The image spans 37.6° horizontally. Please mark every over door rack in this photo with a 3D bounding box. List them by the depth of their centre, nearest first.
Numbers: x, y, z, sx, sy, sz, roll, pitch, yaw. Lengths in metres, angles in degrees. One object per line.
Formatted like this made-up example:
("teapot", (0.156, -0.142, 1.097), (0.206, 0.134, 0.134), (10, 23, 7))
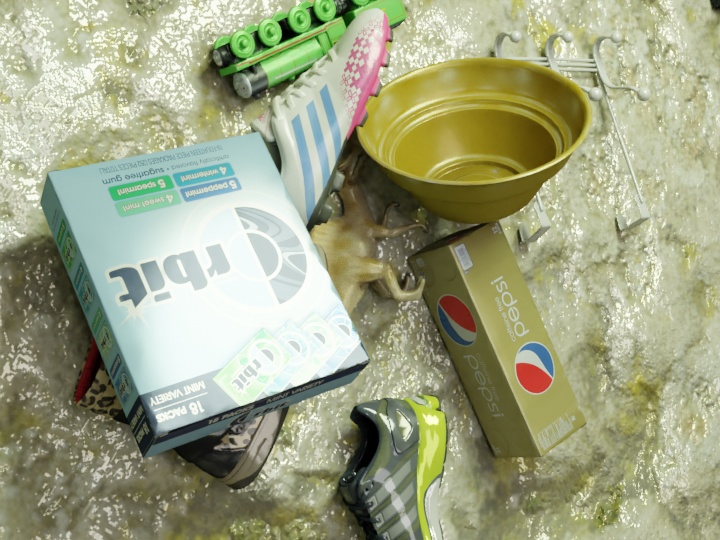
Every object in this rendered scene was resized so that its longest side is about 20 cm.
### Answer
("over door rack", (0.214, -0.136, 1.027), (0.146, 0.066, 0.203), (-6, 85, -31))

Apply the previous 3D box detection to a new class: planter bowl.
("planter bowl", (0.098, -0.099, 0.915), (0.200, 0.199, 0.084), (-35, 136, -30))

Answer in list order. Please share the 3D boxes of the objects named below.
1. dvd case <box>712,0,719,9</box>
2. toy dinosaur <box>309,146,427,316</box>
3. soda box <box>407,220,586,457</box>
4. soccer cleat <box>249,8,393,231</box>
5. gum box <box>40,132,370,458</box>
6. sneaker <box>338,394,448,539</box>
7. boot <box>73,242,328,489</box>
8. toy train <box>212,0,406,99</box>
("dvd case", (0.471, -0.384, 1.251), (0.198, 0.017, 0.145), (-12, 87, -32))
("toy dinosaur", (0.000, 0.000, 0.893), (0.100, 0.058, 0.202), (14, 66, -13))
("soda box", (0.121, 0.062, 0.935), (0.064, 0.068, 0.202), (-26, 95, -32))
("soccer cleat", (-0.038, -0.132, 0.860), (0.085, 0.070, 0.202), (22, 81, -13))
("gum box", (-0.110, 0.008, 0.747), (0.168, 0.045, 0.202), (-16, 69, -32))
("sneaker", (0.020, 0.198, 0.858), (0.080, 0.074, 0.203), (10, 69, -22))
("boot", (-0.115, 0.045, 0.798), (0.150, 0.073, 0.202), (27, 74, -24))
("toy train", (-0.040, -0.202, 0.903), (0.199, 0.042, 0.057), (-32, 109, -31))
